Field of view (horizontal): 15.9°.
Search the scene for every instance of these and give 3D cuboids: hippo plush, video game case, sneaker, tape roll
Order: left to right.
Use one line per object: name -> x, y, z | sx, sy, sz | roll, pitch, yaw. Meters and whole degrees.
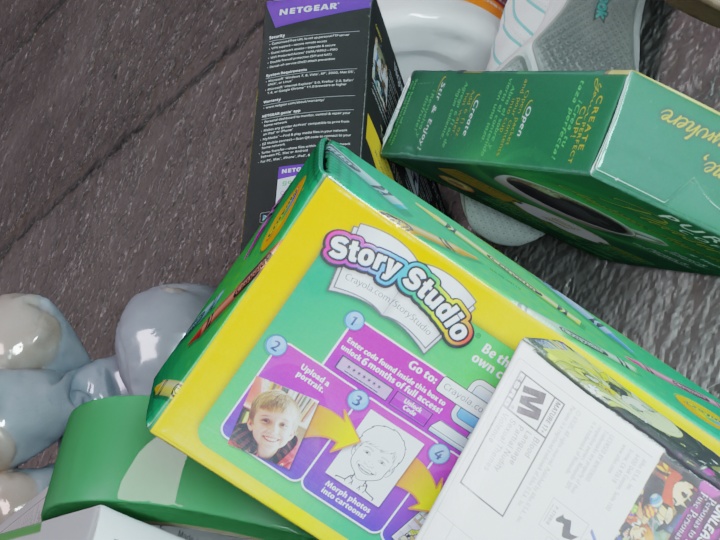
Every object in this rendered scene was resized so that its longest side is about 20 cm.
hippo plush -> -0.105, 0.089, 1.377 | 0.160, 0.200, 0.160 | -17, 59, 32
tape roll -> -0.034, 0.109, 1.097 | 0.200, 0.200, 0.048 | -23, 49, 60
sneaker -> 0.095, -0.104, 1.180 | 0.080, 0.070, 0.201 | 154, 137, -79
video game case -> 0.082, 0.154, 0.890 | 0.181, 0.036, 0.201 | 36, 107, 30

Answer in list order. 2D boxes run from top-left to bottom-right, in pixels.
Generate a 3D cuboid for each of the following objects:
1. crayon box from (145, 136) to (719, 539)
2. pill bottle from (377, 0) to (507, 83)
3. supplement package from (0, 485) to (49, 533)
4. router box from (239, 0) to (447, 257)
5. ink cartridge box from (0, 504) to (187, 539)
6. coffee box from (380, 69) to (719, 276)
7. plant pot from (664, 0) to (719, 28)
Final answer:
crayon box -> 0.035, 0.057, 0.962 | 0.119, 0.200, 0.058 | -54, 9, 14
pill bottle -> 0.025, -0.157, 1.303 | 0.114, 0.114, 0.201 | -49, 30, 40
supplement package -> -0.124, 0.211, 1.277 | 0.200, 0.151, 0.151 | -38, 37, 52
router box -> 0.000, 0.000, 1.153 | 0.200, 0.052, 0.158 | 69, -160, -50
ink cartridge box -> -0.061, 0.179, 1.105 | 0.146, 0.199, 0.085 | -21, 49, 60
coffee box -> 0.101, -0.038, 1.025 | 0.044, 0.123, 0.200 | -68, 21, -5
plant pot -> 0.154, -0.174, 0.975 | 0.175, 0.199, 0.201 | 139, 150, -82
